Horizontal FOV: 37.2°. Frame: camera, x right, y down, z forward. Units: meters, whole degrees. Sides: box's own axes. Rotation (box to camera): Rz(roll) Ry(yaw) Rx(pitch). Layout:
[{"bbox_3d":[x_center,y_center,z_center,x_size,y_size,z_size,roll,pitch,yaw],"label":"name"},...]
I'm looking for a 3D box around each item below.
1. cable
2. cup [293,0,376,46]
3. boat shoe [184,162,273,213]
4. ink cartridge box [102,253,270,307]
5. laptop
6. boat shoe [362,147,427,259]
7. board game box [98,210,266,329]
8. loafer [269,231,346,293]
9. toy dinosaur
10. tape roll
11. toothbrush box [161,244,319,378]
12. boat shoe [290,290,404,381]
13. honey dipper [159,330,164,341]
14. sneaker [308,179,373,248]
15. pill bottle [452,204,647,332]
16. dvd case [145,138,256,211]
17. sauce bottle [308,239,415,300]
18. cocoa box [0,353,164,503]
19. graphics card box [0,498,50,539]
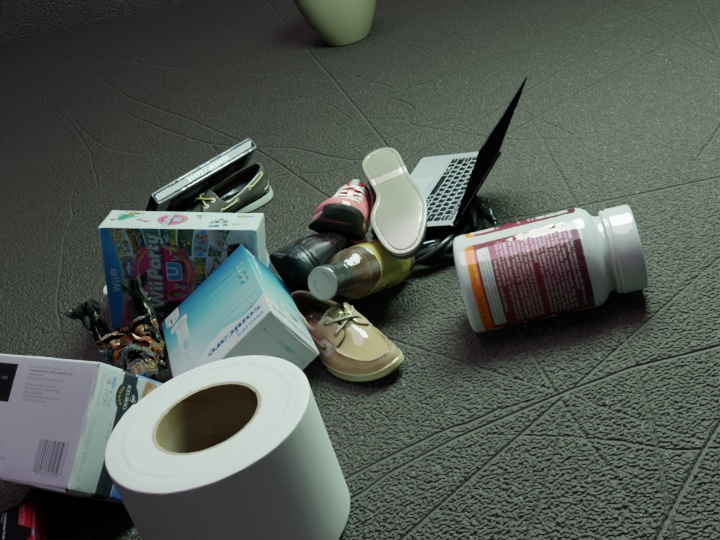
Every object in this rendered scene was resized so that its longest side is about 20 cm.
[{"bbox_3d":[0.094,-0.062,1.472,0.163,0.051,0.200,-26,30,-5],"label":"cable"},{"bbox_3d":[-0.046,-0.600,2.457,0.200,0.143,0.200,-14,27,7],"label":"cup"},{"bbox_3d":[-0.233,-0.108,1.728,0.201,0.061,0.072,-34,41,-27],"label":"boat shoe"},{"bbox_3d":[-0.239,0.008,1.494,0.200,0.084,0.146,-14,27,10],"label":"ink cartridge box"},{"bbox_3d":[0.119,-0.153,1.434,0.200,0.116,0.187,-2,35,32],"label":"laptop"},{"bbox_3d":[0.049,-0.076,1.358,0.073,0.063,0.200,-19,43,5],"label":"boat shoe"},{"bbox_3d":[-0.223,0.001,1.373,0.200,0.148,0.064,1,25,4],"label":"board game box"},{"bbox_3d":[-0.066,-0.011,1.394,0.072,0.073,0.200,-37,10,-14],"label":"loafer"},{"bbox_3d":[-0.276,0.087,1.272,0.102,0.136,0.200,-30,6,-28],"label":"toy dinosaur"},{"bbox_3d":[-0.123,0.193,1.014,0.202,0.139,0.203,-14,28,7],"label":"tape roll"},{"bbox_3d":[-0.146,0.079,1.248,0.146,0.085,0.200,-44,26,4],"label":"toothbrush box"},{"bbox_3d":[-0.026,0.074,1.259,0.071,0.065,0.200,-33,30,-27],"label":"boat shoe"},{"bbox_3d":[-0.275,0.127,1.355,0.038,0.038,0.200,-12,32,12],"label":"honey dipper"},{"bbox_3d":[-0.021,-0.082,1.390,0.074,0.087,0.200,12,-7,3],"label":"sneaker"},{"bbox_3d":[0.213,-0.005,1.205,0.200,0.114,0.114,-13,27,10],"label":"pill bottle"},{"bbox_3d":[-0.269,-0.131,1.750,0.200,0.025,0.150,-34,-7,-29],"label":"dvd case"},{"bbox_3d":[0.000,0.000,1.310,0.065,0.065,0.200,-2,7,29],"label":"sauce bottle"},{"bbox_3d":[-0.315,0.168,1.138,0.200,0.131,0.134,1,72,33],"label":"cocoa box"},{"bbox_3d":[-0.409,0.315,1.060,0.200,0.051,0.125,-21,27,-7],"label":"graphics card box"}]
